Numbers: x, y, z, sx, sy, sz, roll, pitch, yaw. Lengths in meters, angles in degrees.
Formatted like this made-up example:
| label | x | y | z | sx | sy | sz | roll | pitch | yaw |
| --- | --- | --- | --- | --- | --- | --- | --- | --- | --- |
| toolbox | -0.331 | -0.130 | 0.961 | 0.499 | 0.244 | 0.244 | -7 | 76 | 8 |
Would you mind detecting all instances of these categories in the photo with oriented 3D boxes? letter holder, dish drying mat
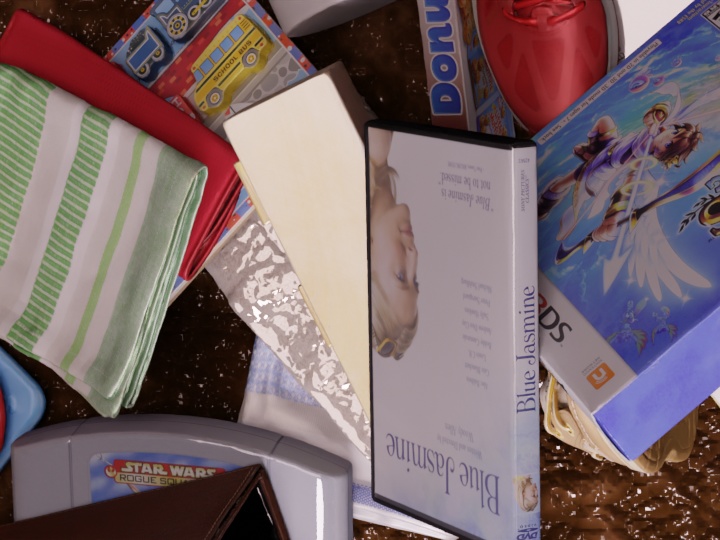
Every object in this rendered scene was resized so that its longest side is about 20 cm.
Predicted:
| label | x | y | z | sx | sy | sz | roll | pitch | yaw |
| --- | --- | --- | --- | --- | --- | --- | --- | --- | --- |
| letter holder | -0.145 | 0.195 | 1.373 | 0.200 | 0.142 | 0.101 | -15 | 103 | 18 |
| dish drying mat | -0.143 | -0.073 | 1.425 | 0.200 | 0.018 | 0.077 | 34 | 99 | 33 |

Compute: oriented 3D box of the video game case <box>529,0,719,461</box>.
| label | x | y | z | sx | sy | sz | roll | pitch | yaw |
| --- | --- | --- | --- | --- | --- | --- | --- | --- | --- |
| video game case | 0.153 | -0.030 | 1.227 | 0.200 | 0.045 | 0.181 | -41 | 40 | 1 |

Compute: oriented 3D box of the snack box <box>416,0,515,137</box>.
| label | x | y | z | sx | sy | sz | roll | pitch | yaw |
| --- | --- | --- | --- | --- | --- | --- | --- | --- | --- |
| snack box | 0.054 | -0.140 | 1.359 | 0.024 | 0.072 | 0.201 | 1 | 112 | 22 |

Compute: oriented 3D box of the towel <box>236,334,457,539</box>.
| label | x | y | z | sx | sy | sz | roll | pitch | yaw |
| --- | --- | --- | --- | --- | --- | --- | --- | --- | --- |
| towel | 0.009 | 0.044 | 1.435 | 0.147 | 0.024 | 0.201 | 14 | 96 | 11 |

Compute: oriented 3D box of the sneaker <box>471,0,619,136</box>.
| label | x | y | z | sx | sy | sz | roll | pitch | yaw |
| --- | --- | --- | --- | --- | --- | --- | --- | --- | --- |
| sneaker | 0.078 | -0.165 | 1.277 | 0.078 | 0.116 | 0.201 | -12 | 87 | 15 |

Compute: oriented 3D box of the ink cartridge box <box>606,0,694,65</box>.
| label | x | y | z | sx | sy | sz | roll | pitch | yaw |
| --- | --- | --- | --- | --- | --- | --- | --- | --- | --- |
| ink cartridge box | 0.191 | -0.165 | 1.352 | 0.200 | 0.084 | 0.146 | -32 | 85 | 14 |

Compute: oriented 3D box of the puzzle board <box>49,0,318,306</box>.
| label | x | y | z | sx | sy | sz | roll | pitch | yaw |
| --- | --- | --- | --- | --- | --- | --- | --- | --- | --- |
| puzzle board | -0.115 | -0.067 | 1.426 | 0.200 | 0.017 | 0.151 | -47 | 56 | 11 |

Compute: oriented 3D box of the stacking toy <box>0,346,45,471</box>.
| label | x | y | z | sx | sy | sz | roll | pitch | yaw |
| --- | --- | --- | --- | --- | --- | --- | --- | --- | --- |
| stacking toy | -0.271 | 0.088 | 1.408 | 0.110 | 0.200 | 0.116 | 40 | 101 | 7 |

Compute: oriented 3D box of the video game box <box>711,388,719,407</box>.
| label | x | y | z | sx | sy | sz | roll | pitch | yaw |
| --- | --- | --- | --- | --- | --- | --- | --- | --- | --- |
| video game box | 0.227 | 0.082 | 1.308 | 0.047 | 0.182 | 0.200 | -38 | 85 | 11 |

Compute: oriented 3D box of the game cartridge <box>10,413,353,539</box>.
| label | x | y | z | sx | sy | sz | roll | pitch | yaw |
| --- | --- | --- | --- | --- | --- | --- | --- | --- | --- |
| game cartridge | -0.103 | 0.149 | 1.443 | 0.199 | 0.042 | 0.134 | 4 | 112 | 14 |

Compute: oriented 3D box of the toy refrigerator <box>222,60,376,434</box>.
| label | x | y | z | sx | sy | sz | roll | pitch | yaw |
| --- | --- | --- | --- | --- | --- | --- | --- | --- | --- |
| toy refrigerator | 0.000 | -0.004 | 1.342 | 0.070 | 0.076 | 0.200 | -25 | 97 | 9 |

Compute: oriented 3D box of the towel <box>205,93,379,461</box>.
| label | x | y | z | sx | sy | sz | roll | pitch | yaw |
| --- | --- | --- | --- | --- | --- | --- | --- | --- | --- |
| towel | 0.000 | 0.000 | 1.406 | 0.133 | 0.034 | 0.200 | -43 | 84 | 11 |

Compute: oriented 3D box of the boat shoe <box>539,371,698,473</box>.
| label | x | y | z | sx | sy | sz | roll | pitch | yaw |
| --- | --- | --- | --- | --- | --- | --- | --- | --- | --- |
| boat shoe | 0.127 | 0.069 | 1.323 | 0.069 | 0.200 | 0.074 | 3 | 82 | 18 |

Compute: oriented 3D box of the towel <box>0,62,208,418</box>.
| label | x | y | z | sx | sy | sz | roll | pitch | yaw |
| --- | --- | --- | --- | --- | --- | --- | --- | --- | --- |
| towel | -0.178 | -0.024 | 1.420 | 0.200 | 0.023 | 0.153 | 29 | 107 | 37 |

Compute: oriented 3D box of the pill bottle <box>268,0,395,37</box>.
| label | x | y | z | sx | sy | sz | roll | pitch | yaw |
| --- | --- | --- | --- | --- | --- | --- | --- | --- | --- |
| pill bottle | -0.037 | -0.237 | 1.384 | 0.114 | 0.114 | 0.200 | -24 | 88 | 12 |

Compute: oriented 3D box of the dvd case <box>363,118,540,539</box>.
| label | x | y | z | sx | sy | sz | roll | pitch | yaw |
| --- | --- | --- | --- | --- | --- | --- | --- | --- | --- |
| dvd case | 0.043 | 0.030 | 1.242 | 0.018 | 0.143 | 0.201 | -6 | 100 | -29 |
